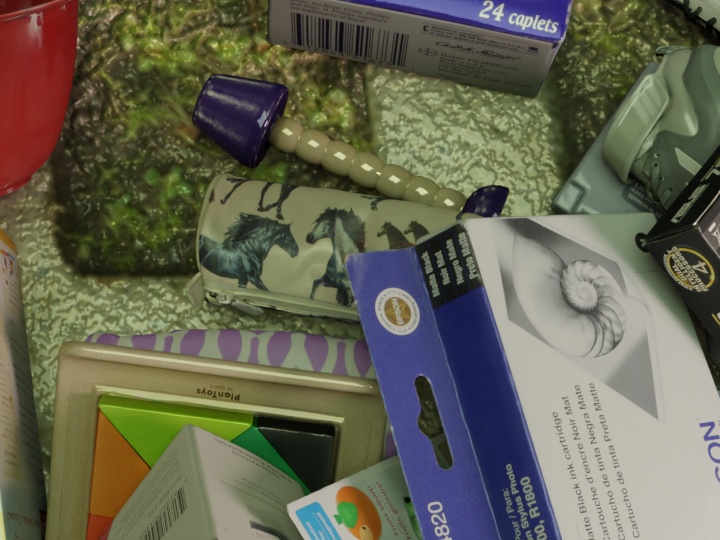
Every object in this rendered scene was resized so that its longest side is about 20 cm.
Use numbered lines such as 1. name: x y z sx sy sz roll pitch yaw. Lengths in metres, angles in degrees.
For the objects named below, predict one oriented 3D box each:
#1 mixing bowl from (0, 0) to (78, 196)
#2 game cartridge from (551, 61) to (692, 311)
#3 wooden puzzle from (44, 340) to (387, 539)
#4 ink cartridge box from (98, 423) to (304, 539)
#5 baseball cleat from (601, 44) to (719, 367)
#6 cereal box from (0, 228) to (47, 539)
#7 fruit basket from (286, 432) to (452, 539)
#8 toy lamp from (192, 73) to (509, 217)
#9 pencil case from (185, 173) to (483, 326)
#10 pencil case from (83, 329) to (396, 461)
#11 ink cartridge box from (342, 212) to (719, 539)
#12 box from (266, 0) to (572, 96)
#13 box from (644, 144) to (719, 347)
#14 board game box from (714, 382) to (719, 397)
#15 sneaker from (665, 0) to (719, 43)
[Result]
1. mixing bowl: -0.252 -0.097 0.903 0.199 0.200 0.109 -9 107 -4
2. game cartridge: 0.237 -0.036 0.966 0.200 0.041 0.133 35 83 6
3. wooden puzzle: -0.086 0.142 0.863 0.184 0.037 0.201 7 111 -1
4. ink cartridge box: -0.082 0.194 0.754 0.085 0.200 0.146 31 106 -23
5. baseball cleat: 0.197 -0.038 0.923 0.106 0.070 0.201 3 72 13
6. cereal box: -0.214 0.068 0.874 0.039 0.144 0.201 -9 77 -4
7. fruit basket: 0.065 0.174 0.807 0.094 0.200 0.186 -36 77 25
8. toy lamp: -0.009 -0.067 0.956 0.199 0.058 0.058 26 78 2
9. pencil case: 0.000 0.000 0.910 0.199 0.078 0.090 10 66 13
10. pencil case: -0.068 0.077 0.906 0.199 0.086 0.085 4 84 -2
11. ink cartridge box: 0.106 0.066 0.814 0.199 0.041 0.201 -5 70 -33
12. box: 0.048 -0.233 0.968 0.183 0.105 0.201 11 77 0
13. box: 0.267 -0.021 0.874 0.161 0.049 0.200 50 58 -12
14. board game box: 0.214 0.136 0.912 0.199 0.034 0.135 -6 92 -3
15. sneaker: 0.240 -0.169 0.983 0.080 0.074 0.201 -26 72 -1
